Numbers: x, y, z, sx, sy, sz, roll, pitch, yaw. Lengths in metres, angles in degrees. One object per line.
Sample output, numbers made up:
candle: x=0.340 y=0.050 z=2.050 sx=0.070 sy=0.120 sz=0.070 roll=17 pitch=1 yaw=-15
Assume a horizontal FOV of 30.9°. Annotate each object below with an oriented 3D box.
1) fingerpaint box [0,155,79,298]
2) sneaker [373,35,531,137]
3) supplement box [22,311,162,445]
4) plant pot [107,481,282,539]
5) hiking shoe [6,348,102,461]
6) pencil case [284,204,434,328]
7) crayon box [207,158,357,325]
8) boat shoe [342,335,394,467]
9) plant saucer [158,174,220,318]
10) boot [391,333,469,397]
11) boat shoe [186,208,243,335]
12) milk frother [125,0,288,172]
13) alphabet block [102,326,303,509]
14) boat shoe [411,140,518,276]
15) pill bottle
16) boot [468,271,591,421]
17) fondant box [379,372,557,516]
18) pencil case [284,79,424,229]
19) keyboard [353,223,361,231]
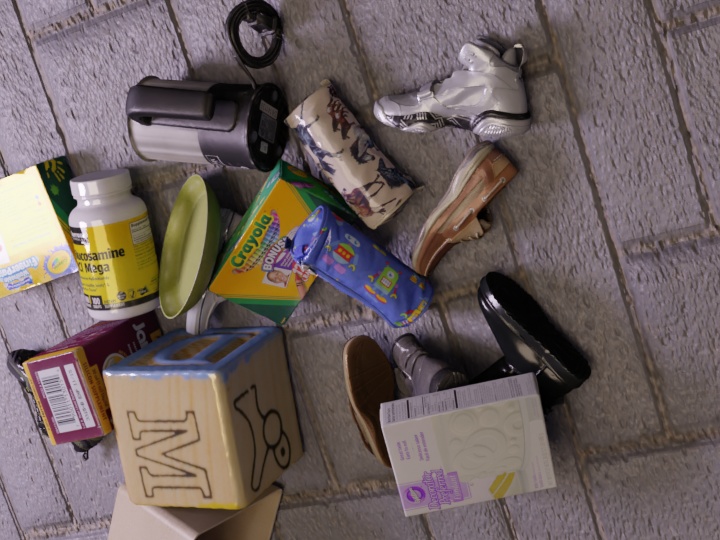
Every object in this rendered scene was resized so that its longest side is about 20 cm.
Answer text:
fingerpaint box: x=-0.501 y=-0.059 z=1.942 sx=0.199 sy=0.073 sz=0.168 roll=-18 pitch=98 yaw=29
sneaker: x=0.114 y=-0.229 z=1.600 sx=0.199 sy=0.075 sz=0.116 roll=6 pitch=109 yaw=18
supplement box: x=-0.370 y=0.151 z=1.876 sx=0.103 sy=0.200 sz=0.132 roll=-14 pitch=101 yaw=27
plant pot: x=-0.261 y=0.392 z=1.921 sx=0.177 sy=0.199 sz=0.201 roll=27 pitch=117 yaw=27
hiking shoe: x=-0.484 y=0.211 z=2.021 sx=0.200 sy=0.076 sz=0.101 roll=42 pitch=116 yaw=6
pencil case: x=0.000 y=0.000 z=1.677 sx=0.200 sy=0.087 sz=0.078 roll=35 pitch=160 yaw=-21
crayon box: x=-0.105 y=-0.036 z=1.734 sx=0.118 sy=0.058 sz=0.200 roll=26 pitch=117 yaw=-18
boat shoe: x=0.008 y=0.175 z=1.779 sx=0.072 sy=0.072 sz=0.201 roll=17 pitch=134 yaw=54
plant saucer: x=-0.232 y=-0.031 z=1.787 sx=0.031 sy=0.200 sz=0.201 roll=11 pitch=119 yaw=-24
boot: x=0.097 y=0.189 z=1.734 sx=0.132 sy=0.069 sz=0.201 roll=37 pitch=135 yaw=53
boat shoe: x=-0.193 y=0.012 z=1.820 sx=0.066 sy=0.074 sz=0.201 roll=18 pitch=120 yaw=-2
milk frother: x=-0.200 y=-0.247 z=1.721 sx=0.187 sy=0.181 sz=0.201 roll=7 pitch=67 yaw=22
alphabet block: x=-0.216 y=0.203 z=1.829 sx=0.195 sy=0.195 sz=0.201 roll=-2 pitch=105 yaw=27
boat shoe: x=0.130 y=-0.067 z=1.645 sx=0.072 sy=0.076 sz=0.200 roll=35 pitch=119 yaw=9
pill bottle: x=-0.352 y=-0.039 z=1.856 sx=0.112 sy=0.112 sz=0.201 roll=-3 pitch=105 yaw=26
boot: x=0.186 y=0.121 z=1.685 sx=0.198 sy=0.073 sz=0.163 roll=47 pitch=125 yaw=6
fondant box: x=0.137 y=0.220 z=1.637 sx=0.199 sy=0.058 sz=0.145 roll=-12 pitch=117 yaw=6
pencil case: x=-0.012 y=-0.152 z=1.682 sx=0.200 sy=0.089 sz=0.078 roll=51 pitch=148 yaw=2
keyboard: x=-0.080 y=-0.013 z=1.798 sx=0.200 sy=0.011 sz=0.056 roll=-42 pitch=81 yaw=29
